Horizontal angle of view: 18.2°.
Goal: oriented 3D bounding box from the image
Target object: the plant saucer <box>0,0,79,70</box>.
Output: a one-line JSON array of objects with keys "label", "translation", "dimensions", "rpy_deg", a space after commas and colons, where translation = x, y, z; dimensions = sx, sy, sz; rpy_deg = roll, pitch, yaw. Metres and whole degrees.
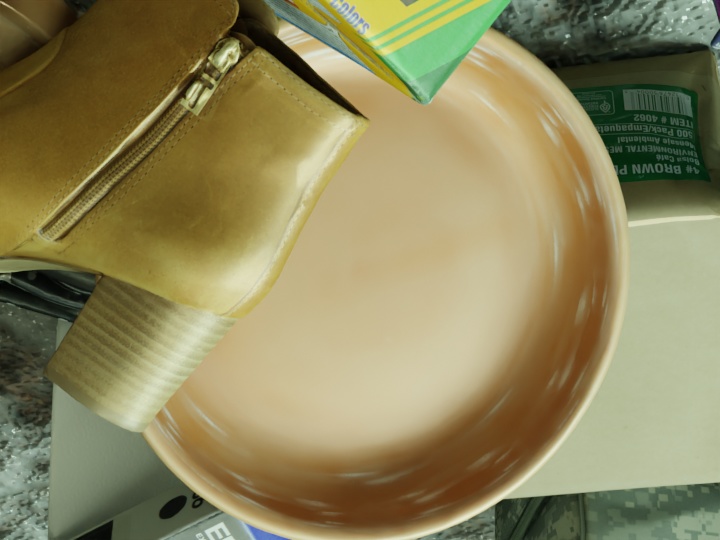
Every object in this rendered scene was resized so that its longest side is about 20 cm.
[{"label": "plant saucer", "translation": [-0.201, -0.096, 0.836], "dimensions": [0.199, 0.032, 0.200], "rpy_deg": [12, 167, 3]}]

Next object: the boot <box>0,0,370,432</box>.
[{"label": "boot", "translation": [-0.106, -0.056, 0.758], "dimensions": [0.201, 0.071, 0.144], "rpy_deg": [35, 98, 11]}]

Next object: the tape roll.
[{"label": "tape roll", "translation": [-0.096, 0.080, 0.985], "dimensions": [0.070, 0.203, 0.203], "rpy_deg": [2, 138, -3]}]

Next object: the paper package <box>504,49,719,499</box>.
[{"label": "paper package", "translation": [0.063, 0.010, 0.985], "dimensions": [0.199, 0.104, 0.191], "rpy_deg": [-5, 138, 4]}]

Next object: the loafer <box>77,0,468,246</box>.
[{"label": "loafer", "translation": [-0.033, -0.075, 0.865], "dimensions": [0.200, 0.070, 0.075], "rpy_deg": [45, 87, -11]}]

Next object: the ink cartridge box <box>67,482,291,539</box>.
[{"label": "ink cartridge box", "translation": [-0.076, 0.142, 0.884], "dimensions": [0.200, 0.039, 0.100], "rpy_deg": [-29, 114, 11]}]

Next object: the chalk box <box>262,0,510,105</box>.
[{"label": "chalk box", "translation": [0.019, -0.181, 0.727], "dimensions": [0.200, 0.125, 0.124], "rpy_deg": [-49, 130, -2]}]

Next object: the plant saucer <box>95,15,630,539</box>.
[{"label": "plant saucer", "translation": [0.000, 0.000, 0.827], "dimensions": [0.199, 0.037, 0.201], "rpy_deg": [-2, 99, -14]}]

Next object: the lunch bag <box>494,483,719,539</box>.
[{"label": "lunch bag", "translation": [0.163, 0.154, 1.100], "dimensions": [0.199, 0.168, 0.140], "rpy_deg": [12, 136, -15]}]

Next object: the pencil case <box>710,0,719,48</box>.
[{"label": "pencil case", "translation": [0.229, -0.125, 0.854], "dimensions": [0.199, 0.085, 0.092], "rpy_deg": [0, 167, -3]}]

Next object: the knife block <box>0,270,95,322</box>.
[{"label": "knife block", "translation": [-0.160, -0.037, 0.836], "dimensions": [0.175, 0.064, 0.200], "rpy_deg": [3, 163, 35]}]
